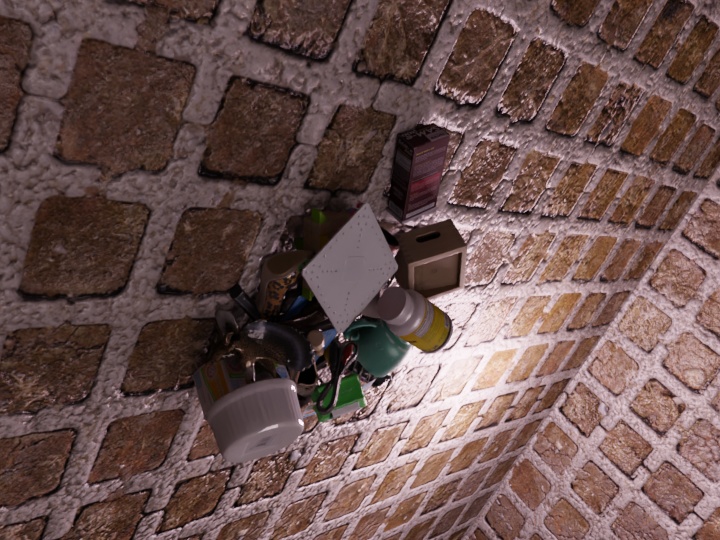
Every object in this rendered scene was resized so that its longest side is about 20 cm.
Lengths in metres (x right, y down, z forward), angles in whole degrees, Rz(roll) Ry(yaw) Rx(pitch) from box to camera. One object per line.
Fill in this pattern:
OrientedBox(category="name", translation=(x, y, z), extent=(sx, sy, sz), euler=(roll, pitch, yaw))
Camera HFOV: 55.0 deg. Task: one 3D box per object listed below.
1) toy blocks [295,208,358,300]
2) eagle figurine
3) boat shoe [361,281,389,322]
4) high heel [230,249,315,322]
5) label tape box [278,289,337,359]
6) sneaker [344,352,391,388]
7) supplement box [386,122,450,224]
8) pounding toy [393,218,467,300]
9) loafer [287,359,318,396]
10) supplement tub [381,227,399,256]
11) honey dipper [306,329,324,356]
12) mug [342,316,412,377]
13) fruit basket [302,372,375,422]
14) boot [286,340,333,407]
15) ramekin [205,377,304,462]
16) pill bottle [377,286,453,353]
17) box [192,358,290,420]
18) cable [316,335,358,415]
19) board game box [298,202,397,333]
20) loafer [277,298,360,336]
OrientedBox(category="toy blocks", translation=(-0.057, -0.047, 1.466), extent=(0.135, 0.099, 0.205), euler=(-21, 123, -44))
OrientedBox(category="eagle figurine", translation=(-0.214, 0.170, 1.423), extent=(0.196, 0.151, 0.155), euler=(4, 106, -37))
OrientedBox(category="boat shoe", translation=(0.037, 0.013, 1.669), extent=(0.093, 0.073, 0.205), euler=(-54, 155, -67))
OrientedBox(category="high heel", translation=(-0.159, 0.038, 1.451), extent=(0.197, 0.072, 0.143), euler=(-30, 139, 5))
OrientedBox(category="label tape box", translation=(-0.135, 0.119, 1.576), extent=(0.145, 0.063, 0.199), euler=(-52, 143, 8))
OrientedBox(category="sneaker", translation=(0.017, 0.257, 1.801), extent=(0.199, 0.137, 0.079), euler=(27, 82, -62))
OrientedBox(category="supplement box", translation=(0.126, -0.212, 1.529), extent=(0.107, 0.061, 0.203), euler=(-24, 141, -31))
OrientedBox(category="pounding toy", translation=(0.184, -0.030, 1.730), extent=(0.196, 0.144, 0.186), euler=(-17, 139, -11))
OrientedBox(category="loafer", translation=(-0.129, 0.238, 1.589), extent=(0.071, 0.063, 0.203), euler=(-27, 142, -21))
OrientedBox(category="supplement tub", translation=(0.000, 0.000, 1.565), extent=(0.106, 0.107, 0.203), euler=(6, 120, -50))
OrientedBox(category="honey dipper", translation=(-0.093, 0.166, 1.519), extent=(0.038, 0.038, 0.200), euler=(-40, 168, -9))
OrientedBox(category="mug", translation=(0.052, 0.174, 1.730), extent=(0.114, 0.154, 0.184), euler=(-37, 166, 23))
OrientedBox(category="fruit basket", translation=(-0.057, 0.333, 1.746), extent=(0.181, 0.095, 0.201), euler=(-16, 157, -16))
OrientedBox(category="boot", translation=(-0.124, 0.262, 1.745), extent=(0.199, 0.069, 0.175), euler=(-39, 151, -5))
OrientedBox(category="ramekin", translation=(-0.211, 0.313, 1.425), extent=(0.196, 0.099, 0.202), euler=(-20, 154, -10))
OrientedBox(category="pill bottle", translation=(0.129, 0.116, 1.658), extent=(0.113, 0.113, 0.199), euler=(-50, 134, 6))
OrientedBox(category="box", translation=(-0.254, 0.254, 1.519), extent=(0.101, 0.114, 0.198), euler=(-39, 152, 26))
OrientedBox(category="cable", translation=(-0.051, 0.241, 1.620), extent=(0.095, 0.204, 0.051), euler=(-4, 152, 15))
OrientedBox(category="board game box", translation=(-0.022, -0.005, 1.419), extent=(0.200, 0.026, 0.202), euler=(-47, 135, -19))
OrientedBox(category="loafer", translation=(-0.098, 0.100, 1.497), extent=(0.196, 0.073, 0.073), euler=(-14, 166, -24))
